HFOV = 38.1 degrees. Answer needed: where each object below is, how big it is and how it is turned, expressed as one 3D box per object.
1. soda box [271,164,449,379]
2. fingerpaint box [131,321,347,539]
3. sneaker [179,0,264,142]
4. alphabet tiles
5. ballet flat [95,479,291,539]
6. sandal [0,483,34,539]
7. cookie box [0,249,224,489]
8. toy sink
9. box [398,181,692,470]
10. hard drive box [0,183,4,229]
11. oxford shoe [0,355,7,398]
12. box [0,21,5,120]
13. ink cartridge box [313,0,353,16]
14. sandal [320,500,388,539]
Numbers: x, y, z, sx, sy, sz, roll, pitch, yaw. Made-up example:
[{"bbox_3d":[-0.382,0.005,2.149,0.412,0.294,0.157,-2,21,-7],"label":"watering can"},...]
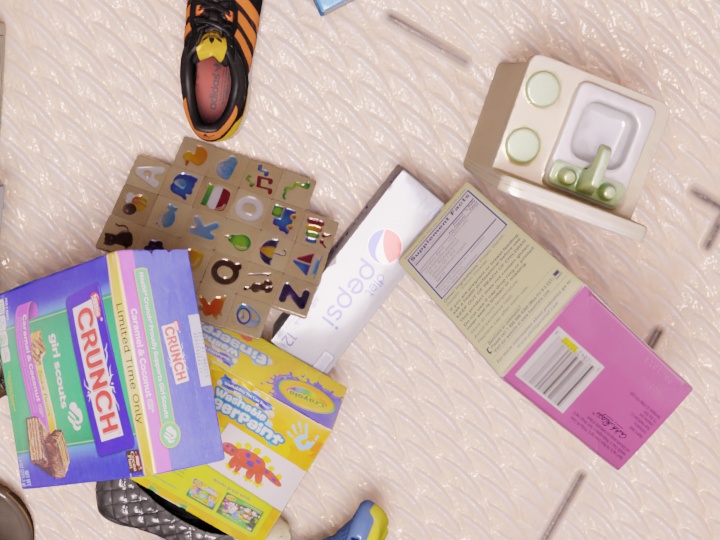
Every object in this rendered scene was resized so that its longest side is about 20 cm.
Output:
[{"bbox_3d":[0.000,0.000,0.975,0.063,0.068,0.201,37,96,-8],"label":"soda box"},{"bbox_3d":[-0.137,0.135,0.960,0.198,0.074,0.168,29,119,-2],"label":"fingerpaint box"},{"bbox_3d":[-0.123,-0.213,0.919,0.069,0.090,0.204,4,101,-3],"label":"sneaker"},{"bbox_3d":[-0.127,-0.032,0.941,0.197,0.006,0.168,18,65,0],"label":"alphabet tiles"},{"bbox_3d":[-0.161,0.232,1.010,0.197,0.067,0.058,16,110,-4],"label":"ballet flat"},{"bbox_3d":[-0.373,0.304,1.021,0.080,0.055,0.203,15,100,-5],"label":"sandal"},{"bbox_3d":[-0.212,0.084,0.858,0.198,0.075,0.174,-15,84,42],"label":"cookie box"},{"bbox_3d":[0.177,-0.112,0.897,0.129,0.200,0.114,19,100,-5],"label":"toy sink"},{"bbox_3d":[0.153,0.044,0.896,0.097,0.200,0.175,-47,125,7],"label":"box"},{"bbox_3d":[-0.419,-0.016,0.912,0.197,0.077,0.158,12,100,19],"label":"hard drive box"},{"bbox_3d":[-0.315,0.086,0.970,0.197,0.084,0.074,-22,99,0],"label":"oxford shoe"},{"bbox_3d":[-0.375,-0.151,0.862,0.107,0.200,0.130,6,100,-5],"label":"box"},{"bbox_3d":[-0.027,-0.342,0.911,0.115,0.068,0.202,-26,100,2],"label":"ink cartridge box"},{"bbox_3d":[-0.046,0.296,0.997,0.087,0.079,0.201,36,104,11],"label":"sandal"}]
